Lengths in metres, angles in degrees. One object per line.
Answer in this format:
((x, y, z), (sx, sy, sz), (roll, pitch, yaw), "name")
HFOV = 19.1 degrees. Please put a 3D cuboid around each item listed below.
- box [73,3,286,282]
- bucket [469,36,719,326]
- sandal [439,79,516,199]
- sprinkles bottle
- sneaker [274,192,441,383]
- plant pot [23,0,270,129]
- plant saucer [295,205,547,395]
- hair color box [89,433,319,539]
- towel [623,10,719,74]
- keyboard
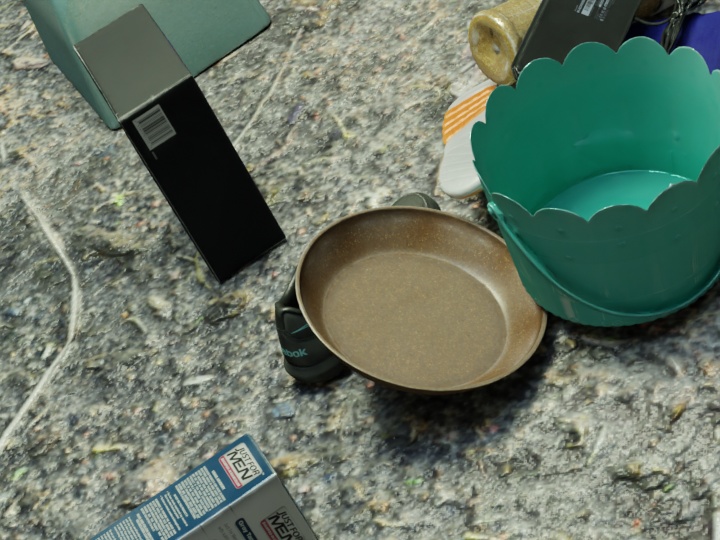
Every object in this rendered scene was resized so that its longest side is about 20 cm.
((-0.157, -0.111, 1.860), (0.079, 0.200, 0.141), (-34, 41, -5), "box")
((0.194, -0.064, 1.637), (0.206, 0.135, 0.208), (-10, 43, 10), "bucket")
((0.109, -0.101, 1.801), (0.079, 0.059, 0.207), (-23, 25, 25), "sandal")
((0.187, -0.225, 1.838), (0.199, 0.069, 0.068), (-28, 36, -28), "sprinkles bottle")
((0.000, 0.000, 1.748), (0.075, 0.079, 0.200), (12, 53, 40), "sneaker")
((-0.243, -0.302, 2.115), (0.196, 0.200, 0.196), (-35, 41, -7), "plant pot")
((0.045, 0.030, 1.670), (0.199, 0.037, 0.201), (7, 43, -7), "plant saucer")
((-0.135, 0.221, 1.578), (0.199, 0.100, 0.061), (-33, 38, -5), "hair color box")
((0.301, -0.155, 1.761), (0.199, 0.050, 0.148), (-6, 48, 28), "towel")
((0.215, -0.212, 1.783), (0.126, 0.021, 0.201), (22, 61, 10), "keyboard")
